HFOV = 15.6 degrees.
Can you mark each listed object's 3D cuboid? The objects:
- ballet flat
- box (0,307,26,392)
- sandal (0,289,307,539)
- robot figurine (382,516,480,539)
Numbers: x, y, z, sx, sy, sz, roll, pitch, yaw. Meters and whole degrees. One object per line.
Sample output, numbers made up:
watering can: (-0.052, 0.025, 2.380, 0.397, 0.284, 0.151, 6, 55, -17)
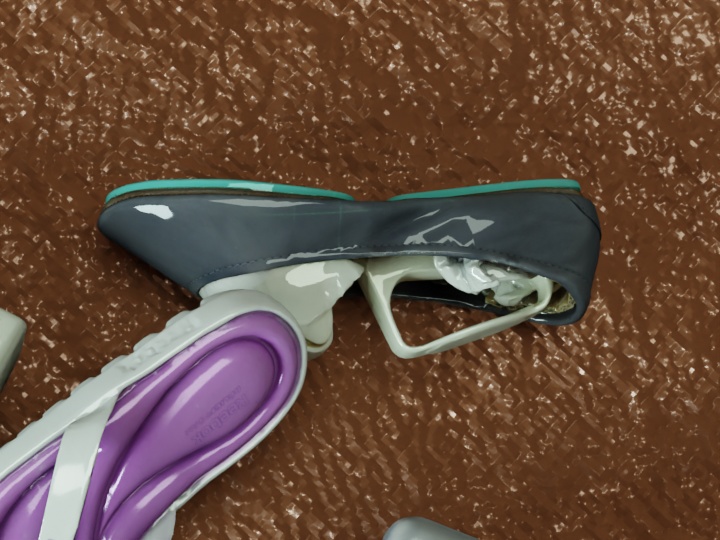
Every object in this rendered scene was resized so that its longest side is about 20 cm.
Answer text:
ballet flat: (0.000, 0.000, 1.009, 0.200, 0.073, 0.073, -1, 72, -16)
box: (-0.198, 0.092, 0.928, 0.082, 0.068, 0.200, 29, 68, -3)
sandal: (-0.092, 0.086, 0.937, 0.203, 0.050, 0.082, -49, 129, -12)
robot figurine: (0.013, 0.174, 0.929, 0.200, 0.113, 0.170, 23, 96, -5)
